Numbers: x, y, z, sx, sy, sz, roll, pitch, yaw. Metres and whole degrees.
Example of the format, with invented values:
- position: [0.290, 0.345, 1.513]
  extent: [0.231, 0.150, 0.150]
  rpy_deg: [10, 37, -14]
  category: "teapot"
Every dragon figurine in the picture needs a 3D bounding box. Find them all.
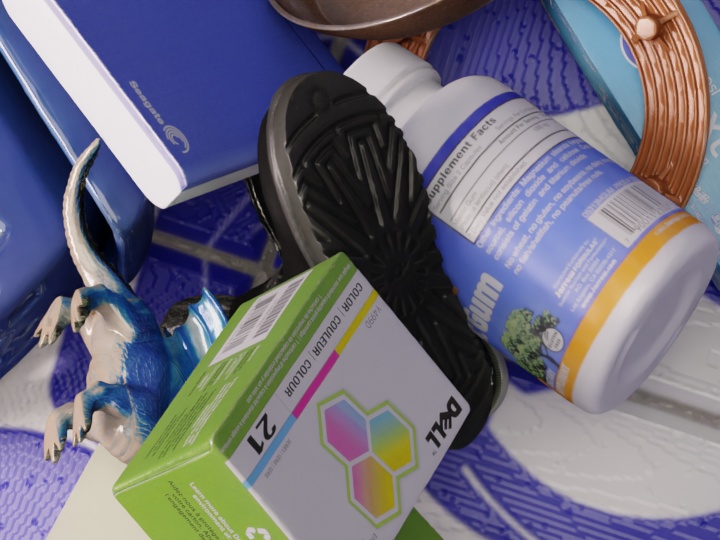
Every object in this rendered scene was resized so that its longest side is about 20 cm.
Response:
- position: [-0.098, 0.043, 1.430]
  extent: [0.099, 0.059, 0.201]
  rpy_deg: [6, 65, -29]
  category: "dragon figurine"

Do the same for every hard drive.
- position: [-0.082, -0.107, 1.513]
  extent: [0.025, 0.200, 0.132]
  rpy_deg: [-42, 82, 29]
  category: "hard drive"

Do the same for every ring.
- position: [0.086, -0.085, 1.564]
  extent: [0.199, 0.019, 0.202]
  rpy_deg: [5, 100, 26]
  category: "ring"

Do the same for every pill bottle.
- position: [0.071, -0.027, 1.507]
  extent: [0.200, 0.112, 0.112]
  rpy_deg: [35, 87, 18]
  category: "pill bottle"

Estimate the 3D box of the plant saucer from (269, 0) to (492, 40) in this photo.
- position: [0.041, -0.188, 1.561]
  extent: [0.200, 0.200, 0.035]
  rpy_deg: [-39, 126, -1]
  category: "plant saucer"

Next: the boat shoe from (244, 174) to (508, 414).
- position: [-0.002, 0.002, 1.573]
  extent: [0.074, 0.066, 0.200]
  rpy_deg: [-35, 85, 20]
  category: "boat shoe"

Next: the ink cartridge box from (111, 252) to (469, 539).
- position: [0.001, 0.117, 1.383]
  extent: [0.076, 0.148, 0.200]
  rpy_deg: [-27, 110, 41]
  category: "ink cartridge box"

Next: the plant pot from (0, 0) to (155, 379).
- position: [-0.215, -0.046, 1.537]
  extent: [0.179, 0.200, 0.201]
  rpy_deg: [-32, 84, -7]
  category: "plant pot"

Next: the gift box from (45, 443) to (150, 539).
- position: [-0.084, 0.209, 1.492]
  extent: [0.199, 0.185, 0.187]
  rpy_deg: [26, 75, 12]
  category: "gift box"

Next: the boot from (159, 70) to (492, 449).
- position: [-0.038, 0.006, 1.483]
  extent: [0.157, 0.079, 0.212]
  rpy_deg: [-2, 116, 43]
  category: "boot"

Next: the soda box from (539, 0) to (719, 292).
- position: [0.172, -0.085, 1.579]
  extent: [0.068, 0.064, 0.201]
  rpy_deg: [-31, 83, -1]
  category: "soda box"
